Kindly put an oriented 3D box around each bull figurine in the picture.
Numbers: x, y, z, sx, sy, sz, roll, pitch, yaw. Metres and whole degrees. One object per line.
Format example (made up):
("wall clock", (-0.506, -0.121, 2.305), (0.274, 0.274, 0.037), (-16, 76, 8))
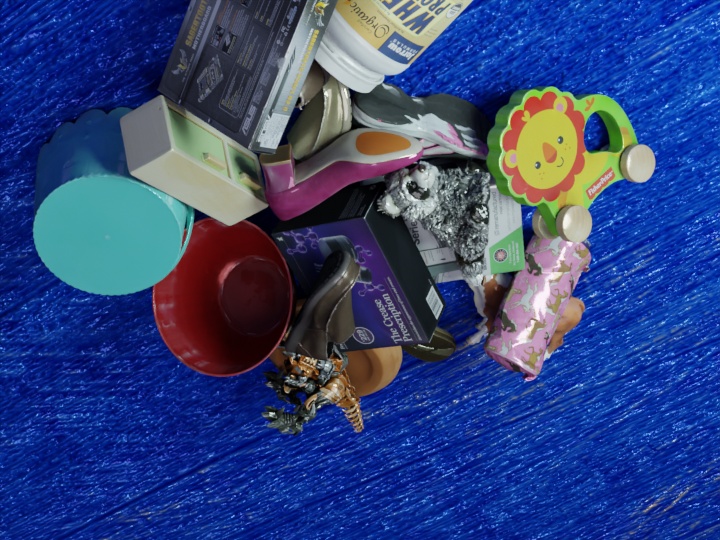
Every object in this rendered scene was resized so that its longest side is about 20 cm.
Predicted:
("bull figurine", (0.215, 0.054, 1.629), (0.198, 0.066, 0.122), (18, 129, -16))

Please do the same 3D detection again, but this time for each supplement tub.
("supplement tub", (0.034, -0.306, 1.271), (0.144, 0.145, 0.200), (33, 119, -28))

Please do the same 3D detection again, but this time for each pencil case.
("pencil case", (0.235, 0.042, 1.547), (0.202, 0.086, 0.083), (-63, 153, -9))

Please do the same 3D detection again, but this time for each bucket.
("bucket", (-0.302, -0.078, 1.422), (0.204, 0.136, 0.209), (-3, 129, -3))

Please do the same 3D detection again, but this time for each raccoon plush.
("raccoon plush", (0.087, -0.050, 1.412), (0.132, 0.097, 0.202), (1, 126, 3))

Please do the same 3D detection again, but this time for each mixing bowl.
("mixing bowl", (-0.158, 0.034, 1.516), (0.199, 0.202, 0.108), (-30, 168, 17))

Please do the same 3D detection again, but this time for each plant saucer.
("plant saucer", (-0.041, 0.118, 1.635), (0.198, 0.038, 0.201), (8, 137, 7))

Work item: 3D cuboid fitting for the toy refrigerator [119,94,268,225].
("toy refrigerator", (-0.190, -0.127, 1.378), (0.069, 0.077, 0.200), (-24, 154, 20))

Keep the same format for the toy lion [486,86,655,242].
("toy lion", (0.248, -0.147, 1.429), (0.200, 0.068, 0.193), (-40, 115, -19))

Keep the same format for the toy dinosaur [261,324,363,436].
("toy dinosaur", (-0.063, 0.161, 1.597), (0.135, 0.102, 0.201), (-31, 101, 19))

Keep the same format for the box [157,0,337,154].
("box", (-0.122, -0.250, 1.261), (0.048, 0.158, 0.202), (1, 117, -55))

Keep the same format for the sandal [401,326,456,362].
("sandal", (0.051, 0.062, 1.622), (0.199, 0.055, 0.082), (26, 136, -22))

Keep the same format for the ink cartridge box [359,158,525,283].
("ink cartridge box", (0.106, -0.063, 1.510), (0.197, 0.084, 0.147), (-10, 128, 2))

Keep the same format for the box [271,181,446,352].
("box", (0.000, 0.000, 1.457), (0.140, 0.079, 0.201), (-7, 126, 34))

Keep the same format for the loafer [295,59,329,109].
("loafer", (-0.136, -0.213, 1.338), (0.198, 0.071, 0.073), (-5, 131, 26))

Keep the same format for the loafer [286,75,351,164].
("loafer", (-0.055, -0.165, 1.418), (0.067, 0.076, 0.202), (-1, 129, -13))

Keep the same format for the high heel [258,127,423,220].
("high heel", (-0.019, -0.107, 1.382), (0.197, 0.068, 0.097), (-10, 133, 5))

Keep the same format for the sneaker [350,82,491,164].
("sneaker", (0.070, -0.171, 1.441), (0.198, 0.081, 0.086), (17, 145, -17))

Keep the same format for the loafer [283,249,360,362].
("loafer", (-0.032, 0.046, 1.415), (0.070, 0.073, 0.200), (26, 146, -3))
